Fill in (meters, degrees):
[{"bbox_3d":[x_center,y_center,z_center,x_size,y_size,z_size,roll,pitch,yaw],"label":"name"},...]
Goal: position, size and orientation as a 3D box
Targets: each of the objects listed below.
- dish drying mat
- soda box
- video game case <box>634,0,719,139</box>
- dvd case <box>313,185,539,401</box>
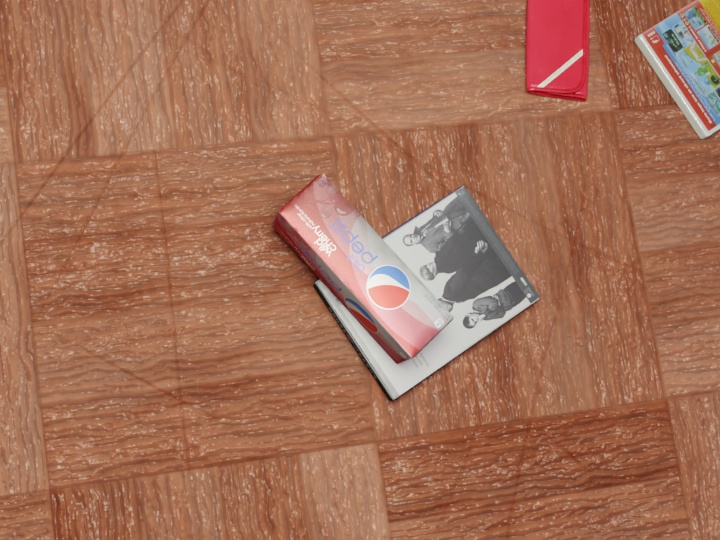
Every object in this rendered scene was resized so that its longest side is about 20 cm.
[{"bbox_3d":[0.228,-0.295,1.386,0.077,0.018,0.200,5,79,-10],"label":"dish drying mat"},{"bbox_3d":[0.000,0.000,1.230,0.063,0.070,0.200,-43,90,-15],"label":"soda box"},{"bbox_3d":[0.438,-0.263,1.424,0.200,0.017,0.143,-33,88,-16],"label":"video game case"},{"bbox_3d":[0.072,0.022,1.290,0.200,0.025,0.150,-33,88,-15],"label":"dvd case"}]
